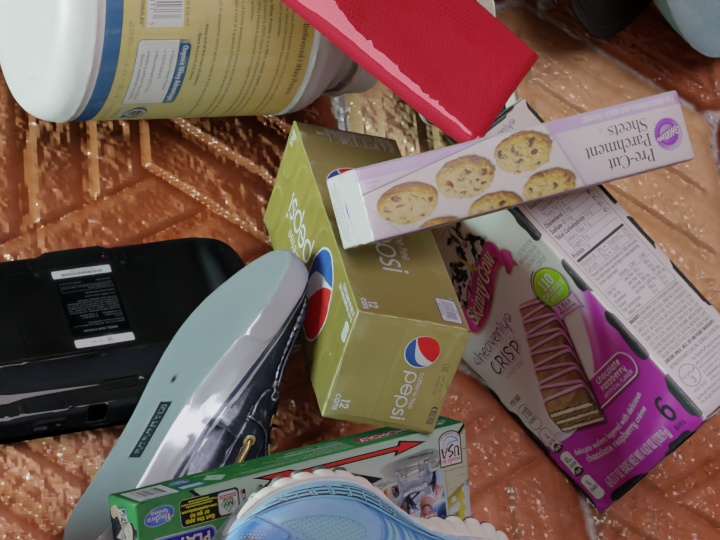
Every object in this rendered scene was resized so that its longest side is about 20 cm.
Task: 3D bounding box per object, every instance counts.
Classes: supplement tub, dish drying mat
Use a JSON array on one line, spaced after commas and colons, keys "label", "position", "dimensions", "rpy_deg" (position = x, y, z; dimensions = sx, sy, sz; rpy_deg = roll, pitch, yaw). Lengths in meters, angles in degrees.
[{"label": "supplement tub", "position": [-0.092, -0.157, 1.440], "dimensions": [0.199, 0.145, 0.145], "rpy_deg": [-3, 65, -24]}, {"label": "dish drying mat", "position": [0.000, -0.151, 1.384], "dimensions": [0.200, 0.018, 0.077], "rpy_deg": [39, 60, -6]}]

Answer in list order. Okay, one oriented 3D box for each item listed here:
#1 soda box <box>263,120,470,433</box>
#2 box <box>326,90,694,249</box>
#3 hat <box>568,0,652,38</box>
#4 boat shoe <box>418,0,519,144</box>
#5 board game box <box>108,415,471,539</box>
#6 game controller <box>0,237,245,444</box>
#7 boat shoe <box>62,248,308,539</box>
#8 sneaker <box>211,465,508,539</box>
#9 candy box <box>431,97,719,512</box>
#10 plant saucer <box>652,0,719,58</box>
[{"label": "soda box", "position": [0.000, 0.000, 1.390], "dimensions": [0.064, 0.068, 0.200], "rpy_deg": [10, 29, -17]}, {"label": "box", "position": [0.080, -0.053, 1.355], "dimensions": [0.199, 0.039, 0.042], "rpy_deg": [-14, 90, -25]}, {"label": "hat", "position": [0.126, -0.236, 1.606], "dimensions": [0.081, 0.201, 0.201], "rpy_deg": [0, 52, 28]}, {"label": "boat shoe", "position": [0.060, -0.106, 1.535], "dimensions": [0.067, 0.072, 0.201], "rpy_deg": [-15, 73, -1]}, {"label": "board game box", "position": [-0.029, 0.159, 1.319], "dimensions": [0.200, 0.029, 0.135], "rpy_deg": [-12, 103, -33]}, {"label": "game controller", "position": [-0.142, 0.035, 1.389], "dimensions": [0.199, 0.042, 0.104], "rpy_deg": [-8, 53, -27]}, {"label": "boat shoe", "position": [-0.069, 0.090, 1.349], "dimensions": [0.091, 0.071, 0.201], "rpy_deg": [42, 69, -26]}, {"label": "sneaker", "position": [0.011, 0.157, 1.260], "dimensions": [0.200, 0.078, 0.090], "rpy_deg": [14, 32, -34]}, {"label": "candy box", "position": [0.112, 0.022, 1.438], "dimensions": [0.061, 0.136, 0.200], "rpy_deg": [-36, 81, -33]}, {"label": "plant saucer", "position": [0.203, -0.233, 1.620], "dimensions": [0.201, 0.039, 0.202], "rpy_deg": [0, 90, -61]}]
